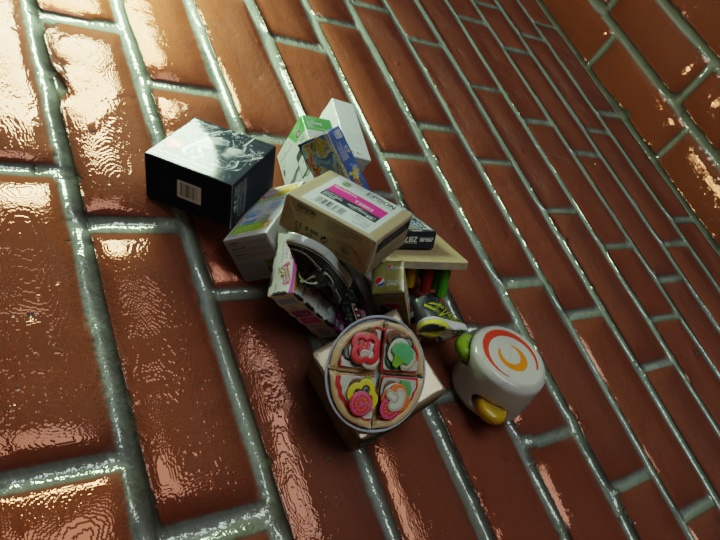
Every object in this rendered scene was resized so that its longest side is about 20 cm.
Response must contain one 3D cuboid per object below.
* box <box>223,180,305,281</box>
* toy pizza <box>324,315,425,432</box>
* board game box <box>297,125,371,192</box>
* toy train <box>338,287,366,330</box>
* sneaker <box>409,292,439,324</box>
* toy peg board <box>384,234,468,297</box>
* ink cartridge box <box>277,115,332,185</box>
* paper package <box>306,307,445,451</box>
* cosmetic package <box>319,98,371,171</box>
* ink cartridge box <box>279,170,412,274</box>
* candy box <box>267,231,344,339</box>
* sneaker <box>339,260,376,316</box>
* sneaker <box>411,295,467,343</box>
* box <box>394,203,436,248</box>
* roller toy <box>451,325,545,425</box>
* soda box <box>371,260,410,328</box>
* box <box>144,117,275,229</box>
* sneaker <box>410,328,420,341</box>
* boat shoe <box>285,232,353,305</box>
[{"bbox_3d":[-0.173,-0.082,1.397,0.102,0.111,0.201,65,32,-28],"label":"box"},{"bbox_3d":[0.032,0.179,1.181,0.197,0.032,0.204,0,89,-26],"label":"toy pizza"},{"bbox_3d":[-0.043,-0.185,1.403,0.034,0.135,0.202,-34,105,-27],"label":"board game box"},{"bbox_3d":[-0.009,0.092,1.274,0.045,0.035,0.201,-3,32,-11],"label":"toy train"},{"bbox_3d":[0.092,0.066,1.530,0.199,0.075,0.107,-24,71,-46],"label":"sneaker"},{"bbox_3d":[0.110,-0.014,1.570,0.196,0.099,0.200,1,23,-20],"label":"toy peg board"},{"bbox_3d":[-0.109,-0.229,1.572,0.083,0.146,0.202,4,53,-33],"label":"ink cartridge box"},{"bbox_3d":[0.026,0.205,1.288,0.198,0.104,0.192,-24,70,-24],"label":"paper package"},{"bbox_3d":[-0.047,-0.325,1.740,0.070,0.102,0.202,8,52,-33],"label":"cosmetic package"},{"bbox_3d":[-0.025,-0.095,1.278,0.198,0.076,0.165,29,34,15],"label":"ink cartridge box"},{"bbox_3d":[-0.094,0.030,1.332,0.200,0.060,0.138,45,43,-50],"label":"candy box"},{"bbox_3d":[0.000,0.000,1.366,0.070,0.073,0.202,-30,111,-28],"label":"sneaker"},{"bbox_3d":[0.172,0.101,1.480,0.199,0.074,0.086,23,46,-61],"label":"sneaker"},{"bbox_3d":[0.061,-0.107,1.579,0.159,0.050,0.200,2,23,-24],"label":"box"},{"bbox_3d":[0.300,0.232,1.500,0.180,0.141,0.201,-4,48,-33],"label":"roller toy"},{"bbox_3d":[0.063,0.053,1.364,0.063,0.201,0.069,-3,65,6],"label":"soda box"},{"bbox_3d":[-0.300,-0.202,1.382,0.198,0.105,0.183,21,39,11],"label":"box"},{"bbox_3d":[0.066,0.190,1.402,0.078,0.077,0.201,38,42,-7],"label":"sneaker"},{"bbox_3d":[-0.076,0.002,1.228,0.200,0.070,0.064,46,63,-50],"label":"boat shoe"}]
